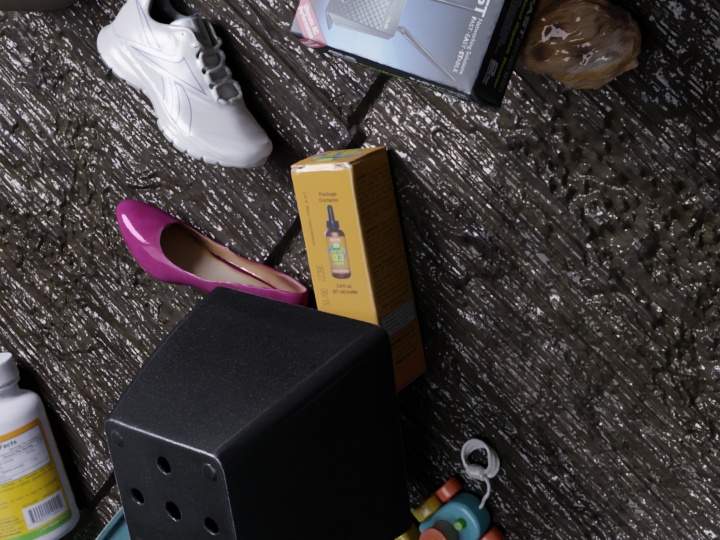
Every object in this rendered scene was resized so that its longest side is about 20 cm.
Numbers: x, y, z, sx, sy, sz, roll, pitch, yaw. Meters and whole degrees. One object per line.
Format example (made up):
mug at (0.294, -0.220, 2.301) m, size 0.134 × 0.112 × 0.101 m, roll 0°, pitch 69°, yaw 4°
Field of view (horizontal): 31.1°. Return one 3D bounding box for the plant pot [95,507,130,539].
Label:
plant pot at (-0.175, 0.340, 1.276) m, size 0.195 × 0.200 × 0.201 m, roll 35°, pitch 125°, yaw 9°

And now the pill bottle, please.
pill bottle at (-0.387, 0.198, 1.408) m, size 0.110 × 0.111 × 0.202 m, roll -8°, pitch 104°, yaw 36°

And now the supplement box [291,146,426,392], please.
supplement box at (0.000, 0.000, 1.089) m, size 0.066 × 0.069 × 0.202 m, roll 1°, pitch 110°, yaw 35°

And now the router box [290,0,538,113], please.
router box at (0.055, -0.228, 0.887) m, size 0.149 × 0.062 × 0.202 m, roll 22°, pitch 96°, yaw 25°

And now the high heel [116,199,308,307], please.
high heel at (-0.132, -0.016, 1.172) m, size 0.199 × 0.068 × 0.096 m, roll 37°, pitch 136°, yaw -1°

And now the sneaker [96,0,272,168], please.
sneaker at (-0.147, -0.168, 1.123) m, size 0.200 × 0.074 × 0.087 m, roll 45°, pitch 122°, yaw 11°

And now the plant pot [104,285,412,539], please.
plant pot at (-0.094, 0.153, 1.071) m, size 0.198 × 0.177 × 0.202 m, roll 12°, pitch 120°, yaw 36°

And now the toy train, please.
toy train at (0.029, 0.201, 1.154) m, size 0.198 × 0.055 × 0.152 m, roll 3°, pitch 110°, yaw 35°

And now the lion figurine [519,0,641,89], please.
lion figurine at (0.115, -0.216, 0.920) m, size 0.122 × 0.072 × 0.202 m, roll -21°, pitch 91°, yaw 31°

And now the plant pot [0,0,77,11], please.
plant pot at (-0.359, -0.308, 1.131) m, size 0.186 × 0.200 × 0.189 m, roll 14°, pitch 115°, yaw 31°
